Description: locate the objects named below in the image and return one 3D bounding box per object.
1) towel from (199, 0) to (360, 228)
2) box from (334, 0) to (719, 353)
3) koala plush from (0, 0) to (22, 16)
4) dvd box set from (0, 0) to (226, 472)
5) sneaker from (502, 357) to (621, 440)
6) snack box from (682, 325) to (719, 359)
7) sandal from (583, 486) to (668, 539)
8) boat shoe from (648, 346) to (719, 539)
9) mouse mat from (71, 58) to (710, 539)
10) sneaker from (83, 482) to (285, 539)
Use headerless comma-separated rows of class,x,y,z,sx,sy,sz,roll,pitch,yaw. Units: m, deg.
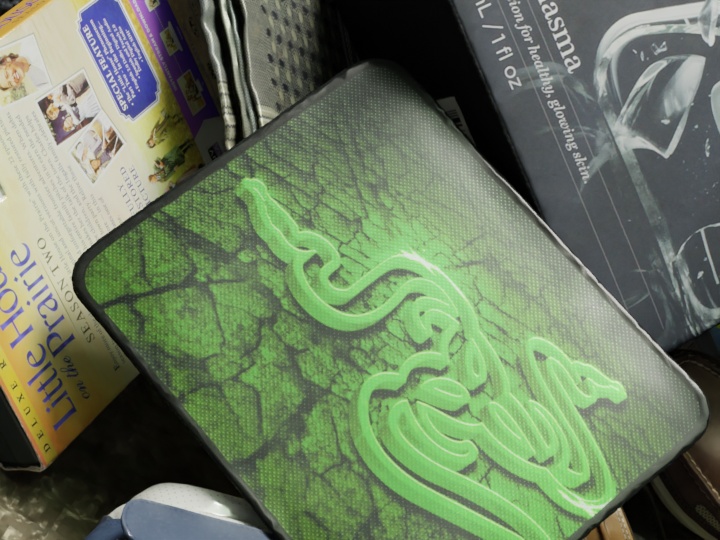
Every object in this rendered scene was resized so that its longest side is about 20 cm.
towel,-0.021,-0.091,0.839,0.200,0.034,0.194,18,60,-65
box,0.122,-0.085,0.813,0.196,0.124,0.201,-27,99,-18
koala plush,-0.148,-0.142,0.860,0.199,0.184,0.178,23,33,-38
dvd box set,-0.106,-0.038,0.762,0.200,0.029,0.147,-48,122,-42
sneaker,0.047,0.104,0.724,0.078,0.116,0.201,12,51,-19
snack box,0.216,0.042,1.018,0.168,0.068,0.201,17,36,-28
sandal,0.113,0.122,0.839,0.199,0.055,0.082,34,33,0
boat shoe,0.202,0.108,0.859,0.202,0.075,0.075,44,70,-14
mouse mat,0.011,0.027,0.704,0.161,0.008,0.200,-37,75,-20
sneaker,-0.015,0.149,0.670,0.199,0.081,0.147,30,37,3
